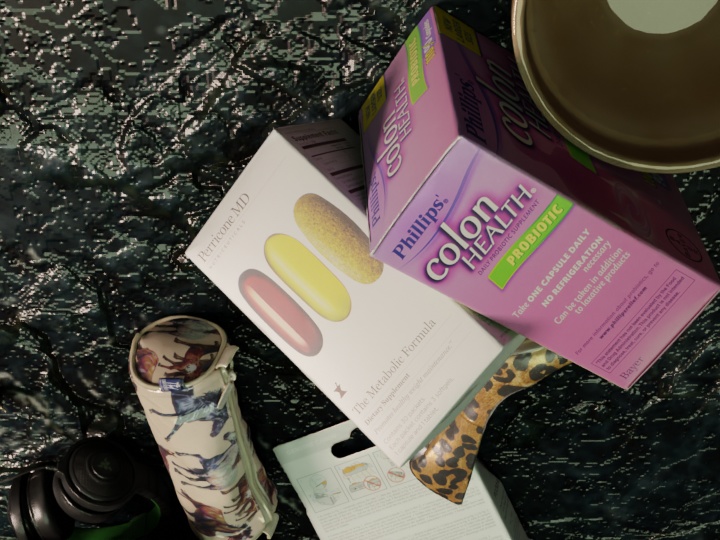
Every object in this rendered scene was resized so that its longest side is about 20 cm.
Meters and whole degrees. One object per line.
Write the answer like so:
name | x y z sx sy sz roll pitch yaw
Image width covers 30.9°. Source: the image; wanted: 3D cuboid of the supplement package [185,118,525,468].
supplement package | 0.004 0.009 0.859 0.200 0.109 0.114 43 112 11

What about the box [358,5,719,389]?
box | 0.108 -0.049 0.835 0.199 0.177 0.097 27 120 -19

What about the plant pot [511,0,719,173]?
plant pot | 0.189 -0.169 0.791 0.198 0.093 0.203 2 122 2

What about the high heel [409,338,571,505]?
high heel | 0.117 0.109 1.012 0.198 0.071 0.144 -15 111 29

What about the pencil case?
pencil case | -0.120 0.134 1.040 0.089 0.078 0.202 16 136 33

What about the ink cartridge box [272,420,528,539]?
ink cartridge box | 0.039 0.201 1.133 0.161 0.057 0.202 -21 105 16

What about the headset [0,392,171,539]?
headset | -0.247 0.175 1.095 0.123 0.095 0.200 -28 139 21
